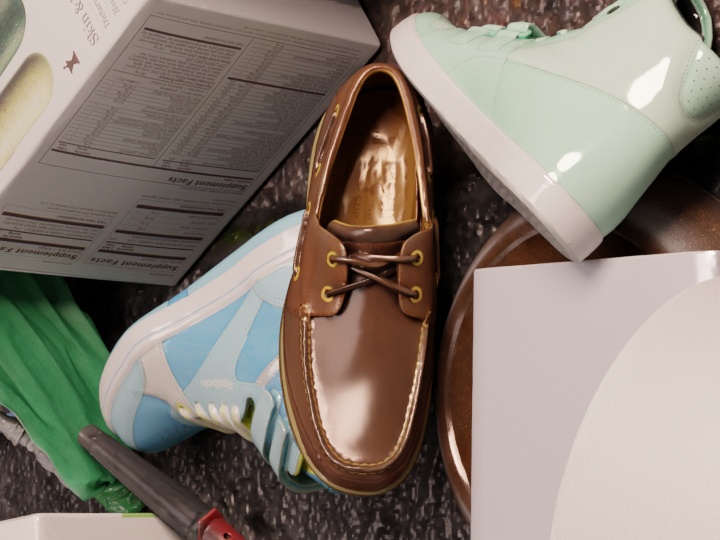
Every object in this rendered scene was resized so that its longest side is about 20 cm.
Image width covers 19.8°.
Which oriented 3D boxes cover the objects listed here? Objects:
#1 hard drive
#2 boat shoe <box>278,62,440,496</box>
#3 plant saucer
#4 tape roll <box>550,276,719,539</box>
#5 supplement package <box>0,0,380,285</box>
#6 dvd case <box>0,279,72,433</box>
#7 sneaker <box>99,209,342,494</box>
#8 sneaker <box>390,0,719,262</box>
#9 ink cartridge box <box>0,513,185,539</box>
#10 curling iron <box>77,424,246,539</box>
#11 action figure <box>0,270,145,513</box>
[{"bbox_3d":[0.099,0.096,0.845,0.132,0.025,0.200,-5,82,46],"label":"hard drive"},{"bbox_3d":[0.000,0.000,0.931,0.068,0.072,0.200,96,177,-70],"label":"boat shoe"},{"bbox_3d":[0.098,0.052,0.894,0.200,0.032,0.201,-8,79,47],"label":"plant saucer"},{"bbox_3d":[0.177,0.104,0.679,0.139,0.203,0.203,6,90,47],"label":"tape roll"},{"bbox_3d":[-0.127,-0.115,1.065,0.200,0.151,0.152,-47,54,33],"label":"supplement package"},{"bbox_3d":[-0.240,0.030,1.210,0.200,0.022,0.146,-17,101,41],"label":"dvd case"},{"bbox_3d":[-0.053,0.070,1.018,0.200,0.079,0.131,-41,56,37],"label":"sneaker"},{"bbox_3d":[0.093,-0.088,0.903,0.118,0.074,0.200,-41,34,2],"label":"sneaker"},{"bbox_3d":[-0.185,0.175,1.115,0.200,0.117,0.067,-16,74,45],"label":"ink cartridge box"},{"bbox_3d":[-0.077,0.136,1.037,0.200,0.050,0.026,41,115,31],"label":"curling iron"},{"bbox_3d":[-0.175,0.053,1.106,0.055,0.118,0.200,-21,109,39],"label":"action figure"}]
